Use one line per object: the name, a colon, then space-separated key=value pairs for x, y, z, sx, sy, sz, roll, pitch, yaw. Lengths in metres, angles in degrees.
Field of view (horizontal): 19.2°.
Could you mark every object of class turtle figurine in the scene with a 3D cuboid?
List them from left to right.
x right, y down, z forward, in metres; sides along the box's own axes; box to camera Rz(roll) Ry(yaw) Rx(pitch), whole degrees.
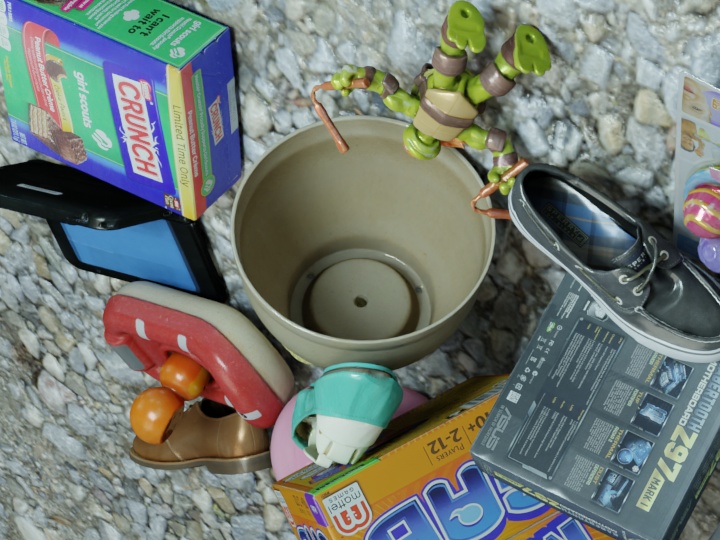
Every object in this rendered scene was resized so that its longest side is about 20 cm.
turtle figurine: x=0.076 y=-0.121 z=1.554 sx=0.200 sy=0.065 sz=0.161 roll=30 pitch=140 yaw=-7

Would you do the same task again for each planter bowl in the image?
planter bowl: x=0.000 y=0.000 z=1.650 sx=0.200 sy=0.200 sz=0.135 roll=30 pitch=153 yaw=15

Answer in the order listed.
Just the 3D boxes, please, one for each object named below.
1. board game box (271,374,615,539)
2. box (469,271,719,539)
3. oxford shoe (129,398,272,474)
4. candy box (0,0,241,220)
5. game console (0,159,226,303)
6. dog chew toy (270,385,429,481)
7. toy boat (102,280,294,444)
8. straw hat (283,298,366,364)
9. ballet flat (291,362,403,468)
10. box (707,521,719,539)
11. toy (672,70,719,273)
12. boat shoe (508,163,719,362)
board game box: x=0.074 y=0.214 z=1.674 sx=0.200 sy=0.199 sz=0.200 roll=63 pitch=169 yaw=-2
box: x=0.195 y=0.087 z=1.544 sx=0.157 sy=0.200 sz=0.051 roll=24 pitch=166 yaw=23
oxford shoe: x=-0.156 y=0.158 z=2.074 sx=0.200 sy=0.071 sz=0.072 roll=-6 pitch=96 yaw=46
candy box: x=-0.202 y=-0.153 z=1.765 sx=0.199 sy=0.077 sz=0.169 roll=23 pitch=140 yaw=22
game console: x=-0.245 y=-0.026 z=1.910 sx=0.199 sy=0.176 sz=0.117 roll=13 pitch=107 yaw=33
dog chew toy: x=0.020 y=0.155 z=1.852 sx=0.199 sy=0.125 sz=0.125 roll=-5 pitch=125 yaw=35
toy boat: x=-0.160 y=0.099 z=1.921 sx=0.199 sy=0.131 sz=0.131 roll=15 pitch=154 yaw=37
straw hat: x=-0.032 y=0.033 z=1.794 sx=0.201 sy=0.085 sz=0.202 roll=25 pitch=141 yaw=22
ballet flat: x=-0.012 y=0.115 z=1.617 sx=0.067 sy=0.071 sz=0.200 roll=13 pitch=169 yaw=-9
box: x=0.352 y=0.246 z=1.604 sx=0.106 sy=0.152 sz=0.200 roll=7 pitch=133 yaw=38
toy: x=0.257 y=-0.039 z=1.460 sx=0.115 sy=0.047 sz=0.200 roll=29 pitch=149 yaw=24
boat shoe: x=0.188 y=-0.010 z=1.511 sx=0.200 sy=0.070 sz=0.066 roll=42 pitch=172 yaw=15
